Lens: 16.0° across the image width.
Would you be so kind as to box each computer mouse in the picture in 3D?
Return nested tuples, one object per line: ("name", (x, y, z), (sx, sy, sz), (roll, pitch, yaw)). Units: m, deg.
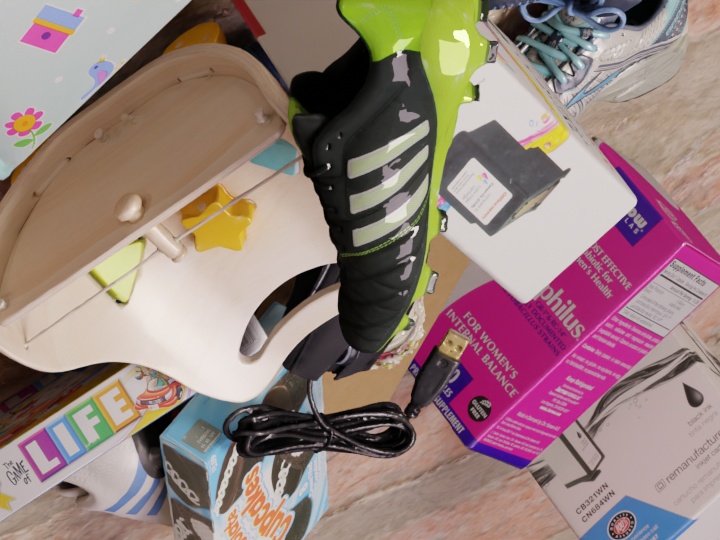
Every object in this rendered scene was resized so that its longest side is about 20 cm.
("computer mouse", (0.017, 0.029, 1.421), (0.140, 0.046, 0.201), (6, 115, -38))

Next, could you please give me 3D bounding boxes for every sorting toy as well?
("sorting toy", (-0.067, -0.010, 1.279), (0.200, 0.107, 0.180), (-33, 128, 19))

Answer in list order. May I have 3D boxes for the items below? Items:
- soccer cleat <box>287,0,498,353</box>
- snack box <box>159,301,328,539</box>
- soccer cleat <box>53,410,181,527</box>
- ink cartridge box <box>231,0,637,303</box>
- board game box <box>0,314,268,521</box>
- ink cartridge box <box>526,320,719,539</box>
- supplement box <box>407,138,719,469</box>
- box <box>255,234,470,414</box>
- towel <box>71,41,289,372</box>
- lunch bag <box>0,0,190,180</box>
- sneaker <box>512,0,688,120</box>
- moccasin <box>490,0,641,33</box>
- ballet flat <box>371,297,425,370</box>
("soccer cleat", (0.003, -0.048, 1.141), (0.081, 0.068, 0.201), (5, 128, -11))
("snack box", (-0.067, 0.123, 1.544), (0.116, 0.037, 0.200), (-50, 156, -29))
("soccer cleat", (-0.140, 0.118, 1.561), (0.086, 0.070, 0.200), (-14, 160, 8))
("ink cartridge box", (0.031, -0.094, 1.264), (0.083, 0.146, 0.200), (-42, 137, 9))
("board game box", (-0.153, 0.075, 1.407), (0.199, 0.034, 0.134), (-33, -169, -11))
("ink cartridge box", (0.188, 0.106, 1.793), (0.146, 0.200, 0.084), (-45, 151, 13))
("supplement box", (0.132, 0.024, 1.698), (0.200, 0.101, 0.103), (-44, 153, 11))
("box", (0.002, 0.014, 1.583), (0.163, 0.021, 0.201), (-8, 135, -48))
("towel", (-0.108, -0.032, 1.356), (0.200, 0.049, 0.112), (-38, 154, 1))
("lunch bag", (-0.162, -0.150, 1.015), (0.170, 0.122, 0.200), (-41, 146, 12))
("sneaker", (0.110, -0.124, 1.469), (0.200, 0.078, 0.087), (-37, 154, -26))
("moccasin", (0.137, -0.168, 1.399), (0.199, 0.080, 0.069), (-20, 124, -30))
("ballet flat", (0.000, 0.000, 1.470), (0.075, 0.064, 0.201), (-24, 134, -6))
